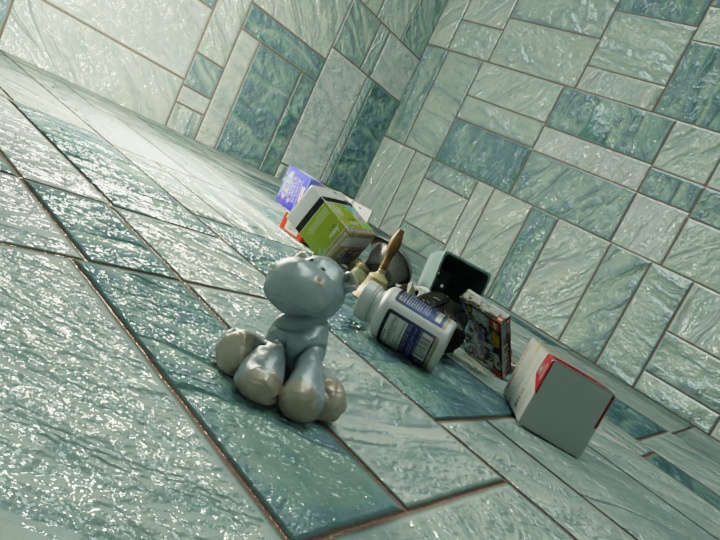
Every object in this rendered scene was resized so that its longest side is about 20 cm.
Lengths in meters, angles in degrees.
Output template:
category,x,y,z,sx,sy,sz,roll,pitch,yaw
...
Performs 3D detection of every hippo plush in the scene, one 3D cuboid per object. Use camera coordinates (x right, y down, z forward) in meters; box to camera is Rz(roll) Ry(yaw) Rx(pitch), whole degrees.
category,x,y,z,sx,sy,sz,roll,pitch,yaw
hippo plush,-0.057,0.071,0.673,0.157,0.164,0.199,31,9,25

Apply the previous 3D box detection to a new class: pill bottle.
category,x,y,z,sx,sy,sz,roll,pitch,yaw
pill bottle,0.086,0.105,1.135,0.197,0.113,0.111,31,8,13

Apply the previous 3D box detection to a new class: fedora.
category,x,y,z,sx,sy,sz,roll,pitch,yaw
fedora,0.071,-0.011,1.761,0.198,0.090,0.181,17,-44,51

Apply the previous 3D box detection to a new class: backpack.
category,x,y,z,sx,sy,sz,roll,pitch,yaw
backpack,0.183,0.121,1.340,0.160,0.157,0.200,27,28,12

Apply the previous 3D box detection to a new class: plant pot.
category,x,y,z,sx,sy,sz,roll,pitch,yaw
plant pot,0.287,0.052,1.912,0.192,0.201,0.200,25,0,-17

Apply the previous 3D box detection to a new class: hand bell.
category,x,y,z,sx,sy,sz,roll,pitch,yaw
hand bell,0.064,-0.012,1.456,0.102,0.204,0.104,27,8,-4

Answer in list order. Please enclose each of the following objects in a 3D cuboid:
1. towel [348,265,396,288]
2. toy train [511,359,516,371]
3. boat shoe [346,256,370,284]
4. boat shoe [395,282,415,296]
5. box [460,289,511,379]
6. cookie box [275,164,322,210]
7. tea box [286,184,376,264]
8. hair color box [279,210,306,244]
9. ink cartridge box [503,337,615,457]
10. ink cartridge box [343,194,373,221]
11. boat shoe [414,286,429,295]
category,x,y,z,sx,sy,sz,roll,pitch,yaw
towel,0.029,0.001,1.905,0.196,0.023,0.144,28,7,-6
toy train,0.423,0.246,1.534,0.149,0.057,0.199,29,-5,43
boat shoe,0.000,0.000,1.658,0.072,0.064,0.200,26,8,-6
boat shoe,0.112,0.087,1.519,0.058,0.076,0.201,-11,20,14
box,0.315,0.161,1.411,0.136,0.039,0.204,35,-31,44
cookie box,-0.269,-0.340,2.446,0.074,0.175,0.199,15,15,-41
tea box,-0.084,-0.133,1.713,0.198,0.134,0.199,51,20,15
hair color box,-0.165,-0.127,1.877,0.110,0.065,0.198,34,11,32
ink cartridge box,0.405,0.256,1.179,0.142,0.148,0.200,28,8,2
ink cartridge box,-0.049,-0.294,2.996,0.196,0.150,0.083,28,8,6
boat shoe,0.171,0.081,1.715,0.068,0.072,0.200,28,9,-9
